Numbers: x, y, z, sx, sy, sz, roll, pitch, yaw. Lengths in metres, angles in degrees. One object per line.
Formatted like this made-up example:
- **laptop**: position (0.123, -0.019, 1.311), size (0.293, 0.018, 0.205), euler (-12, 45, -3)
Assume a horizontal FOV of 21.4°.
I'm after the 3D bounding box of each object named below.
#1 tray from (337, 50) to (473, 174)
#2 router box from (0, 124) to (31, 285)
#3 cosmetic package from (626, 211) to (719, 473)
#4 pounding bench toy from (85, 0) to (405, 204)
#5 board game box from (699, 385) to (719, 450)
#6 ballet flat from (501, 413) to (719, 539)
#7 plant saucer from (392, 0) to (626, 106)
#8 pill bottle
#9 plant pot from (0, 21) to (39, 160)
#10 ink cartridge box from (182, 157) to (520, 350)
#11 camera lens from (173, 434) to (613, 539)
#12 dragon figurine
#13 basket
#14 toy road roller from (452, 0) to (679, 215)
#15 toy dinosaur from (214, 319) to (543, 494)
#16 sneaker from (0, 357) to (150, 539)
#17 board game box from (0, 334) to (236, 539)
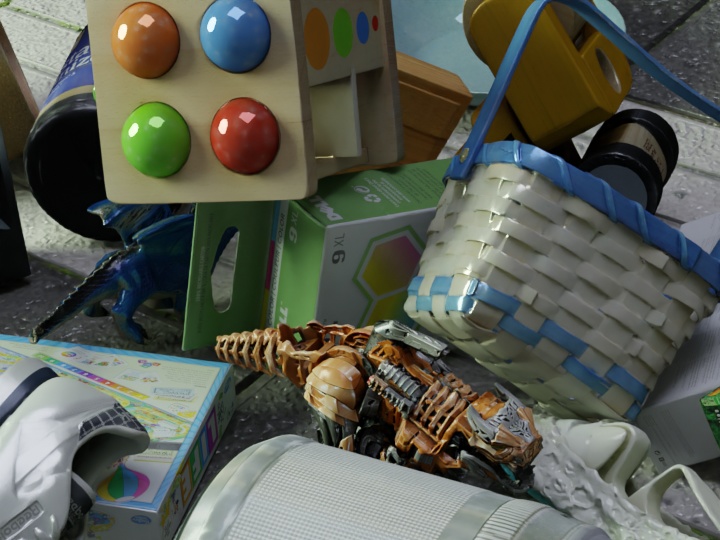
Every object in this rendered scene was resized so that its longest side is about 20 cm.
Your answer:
- **tray**: position (-0.034, -0.109, 1.237), size (0.199, 0.099, 0.037), euler (17, 26, -30)
- **router box**: position (-0.302, -0.067, 1.182), size (0.157, 0.201, 0.052), euler (-20, 31, -25)
- **cosmetic package**: position (0.217, 0.031, 1.112), size (0.082, 0.051, 0.200), euler (-23, 23, 33)
- **pounding bench toy**: position (-0.099, -0.108, 1.085), size (0.199, 0.125, 0.156), euler (-1, 11, 24)
- **board game box**: position (0.274, 0.073, 1.031), size (0.200, 0.105, 0.023), euler (-27, 4, -32)
- **ballet flat**: position (0.144, 0.120, 0.990), size (0.072, 0.072, 0.200), euler (-22, 43, -26)
- **plant saucer**: position (0.102, -0.169, 1.449), size (0.200, 0.039, 0.201), euler (-2, 35, 2)
- **pill bottle**: position (-0.158, -0.117, 1.326), size (0.111, 0.112, 0.200), euler (1, 34, 6)
- **plant pot**: position (-0.344, -0.132, 1.329), size (0.199, 0.187, 0.187), euler (-24, 37, -4)
- **ink cartridge box**: position (0.000, 0.000, 1.120), size (0.199, 0.104, 0.059), euler (-10, 33, -31)
- **camera lens**: position (0.016, 0.170, 0.849), size (0.199, 0.160, 0.160), euler (13, 37, 23)
- **dragon figurine**: position (-0.131, -0.013, 1.160), size (0.059, 0.100, 0.200), euler (27, 25, 38)
- **basket**: position (0.124, -0.031, 1.052), size (0.200, 0.176, 0.139), euler (-58, 16, -8)
- **toy road roller**: position (0.103, -0.092, 1.209), size (0.146, 0.200, 0.123), euler (-25, 10, 22)
- **toy dinosaur**: position (0.010, 0.074, 1.013), size (0.102, 0.136, 0.200), euler (-21, 38, -24)
- **sneaker**: position (-0.191, 0.136, 0.969), size (0.080, 0.076, 0.200), euler (27, 63, 14)
- **board game box**: position (-0.186, 0.093, 1.088), size (0.199, 0.034, 0.135), euler (7, 35, 13)
